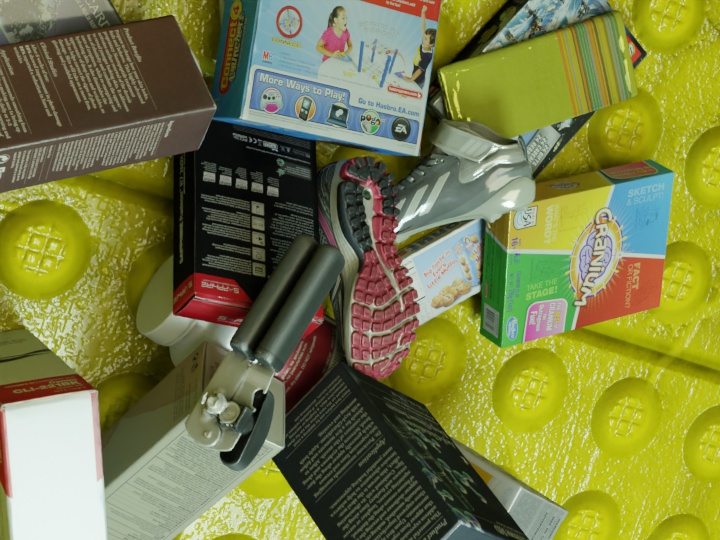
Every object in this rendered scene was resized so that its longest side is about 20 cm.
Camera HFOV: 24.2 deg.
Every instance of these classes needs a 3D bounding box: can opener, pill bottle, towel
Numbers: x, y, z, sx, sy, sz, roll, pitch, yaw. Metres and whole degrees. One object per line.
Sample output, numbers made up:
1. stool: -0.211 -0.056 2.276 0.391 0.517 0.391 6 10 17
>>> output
1. can opener: -0.077 0.065 1.381 0.200 0.053 0.066 -62 149 -10
2. pill bottle: -0.098 0.065 1.516 0.200 0.113 0.113 32 88 -27
3. towel: 0.169 -0.179 1.589 0.200 0.018 0.086 -19 105 -18

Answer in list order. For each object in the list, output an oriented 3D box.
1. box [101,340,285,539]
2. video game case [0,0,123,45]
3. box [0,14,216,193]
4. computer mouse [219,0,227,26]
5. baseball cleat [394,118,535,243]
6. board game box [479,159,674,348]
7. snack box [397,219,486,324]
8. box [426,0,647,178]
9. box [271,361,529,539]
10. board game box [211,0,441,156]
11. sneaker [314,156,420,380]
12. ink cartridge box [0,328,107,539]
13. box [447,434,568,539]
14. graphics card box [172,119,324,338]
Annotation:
1. box: -0.162 0.160 1.472 0.095 0.078 0.200 32 125 -28
2. video game case: -0.311 -0.203 1.401 0.200 0.019 0.143 -37 116 -14
3. box: -0.232 -0.138 1.380 0.200 0.075 0.100 -15 67 -26
4. computer mouse: -0.098 -0.226 1.479 0.110 0.044 0.200 -29 112 -32
5. baseball cleat: 0.059 -0.083 1.553 0.200 0.070 0.107 -12 104 6
6. board game box: 0.214 -0.018 1.656 0.200 0.040 0.153 -13 119 -27
7. snack box: 0.084 -0.003 1.633 0.200 0.024 0.072 -29 113 -16
8. box: 0.167 -0.187 1.616 0.200 0.040 0.137 -47 116 -7
9. box: 0.034 0.198 1.449 0.107 0.200 0.148 -46 143 10
10. board game box: -0.025 -0.213 1.473 0.200 0.056 0.196 9 89 -38
11. sneaker: 0.000 0.000 1.506 0.080 0.075 0.201 -3 88 -39
12. ink cartridge box: -0.284 0.145 1.401 0.084 0.200 0.145 -9 107 -27
13. box: 0.073 0.215 1.574 0.101 0.200 0.113 33 86 -52
14. graphics card box: -0.099 -0.045 1.461 0.125 0.051 0.200 11 60 -27
